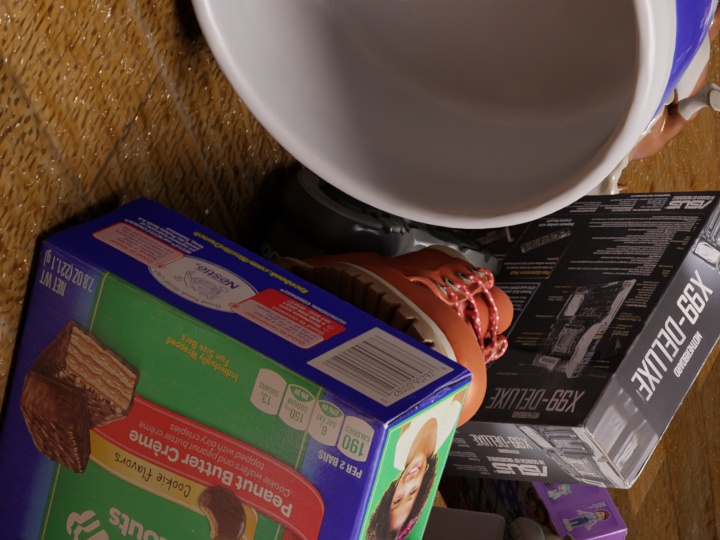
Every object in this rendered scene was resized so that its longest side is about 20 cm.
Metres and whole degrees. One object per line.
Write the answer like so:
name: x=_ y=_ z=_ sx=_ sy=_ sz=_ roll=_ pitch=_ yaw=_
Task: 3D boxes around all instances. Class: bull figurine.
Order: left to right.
bull figurine: x=0.173 y=-0.113 z=1.693 sx=0.121 sy=0.065 sz=0.200 roll=-19 pitch=-137 yaw=59

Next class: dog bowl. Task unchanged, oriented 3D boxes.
dog bowl: x=0.036 y=-0.120 z=1.115 sx=0.079 sy=0.200 sz=0.200 roll=-49 pitch=155 yaw=-46

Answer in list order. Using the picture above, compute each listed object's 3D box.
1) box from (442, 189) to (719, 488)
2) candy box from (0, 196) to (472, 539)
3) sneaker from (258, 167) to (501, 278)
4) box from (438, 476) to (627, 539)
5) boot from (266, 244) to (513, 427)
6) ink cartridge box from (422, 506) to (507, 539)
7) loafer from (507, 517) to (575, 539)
box: x=0.086 y=0.032 z=1.462 sx=0.050 sy=0.200 sz=0.158 roll=53 pitch=56 yaw=-31
candy box: x=-0.064 y=0.099 z=1.154 sx=0.077 sy=0.169 sz=0.200 roll=-26 pitch=137 yaw=-53
sneaker: x=0.000 y=0.000 z=1.395 sx=0.079 sy=0.075 sz=0.200 roll=-59 pitch=154 yaw=10
box: x=0.082 y=0.114 z=1.577 sx=0.039 sy=0.200 sz=0.137 roll=-13 pitch=138 yaw=-16
boot: x=0.026 y=0.023 z=1.222 sx=0.200 sy=0.107 sz=0.075 roll=-154 pitch=-122 yaw=-68
ink cartridge box: x=0.005 y=0.192 z=1.481 sx=0.200 sy=0.146 sz=0.083 roll=80 pitch=19 yaw=-61
loafer: x=0.106 y=0.174 z=1.420 sx=0.200 sy=0.069 sz=0.075 roll=69 pitch=28 yaw=-68
